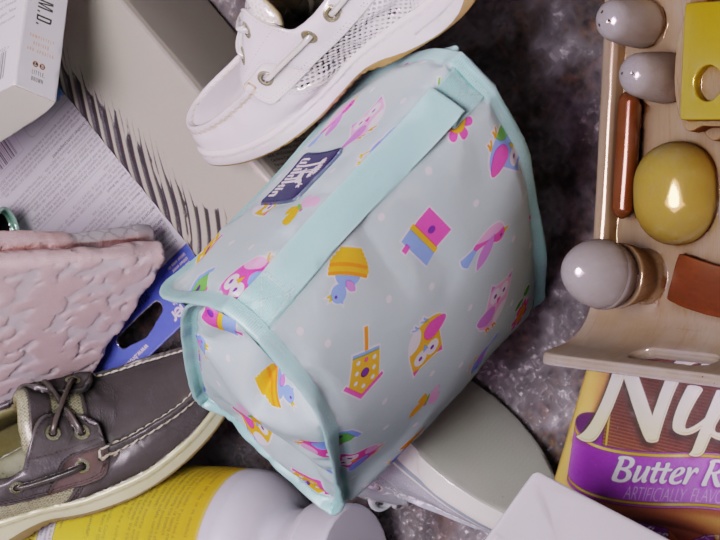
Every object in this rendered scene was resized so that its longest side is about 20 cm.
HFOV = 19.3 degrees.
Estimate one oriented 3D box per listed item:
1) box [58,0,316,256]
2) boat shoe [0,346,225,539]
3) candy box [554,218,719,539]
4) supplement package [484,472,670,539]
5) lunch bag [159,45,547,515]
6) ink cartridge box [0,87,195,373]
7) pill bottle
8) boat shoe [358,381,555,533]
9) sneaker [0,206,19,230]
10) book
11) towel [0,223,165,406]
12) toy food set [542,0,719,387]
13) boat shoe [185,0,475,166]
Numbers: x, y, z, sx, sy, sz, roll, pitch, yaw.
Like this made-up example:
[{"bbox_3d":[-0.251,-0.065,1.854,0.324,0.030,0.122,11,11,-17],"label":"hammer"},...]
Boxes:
[{"bbox_3d":[-0.092,-0.086,1.129,0.200,0.082,0.068,50,118,15],"label":"box"},{"bbox_3d":[-0.165,0.092,1.123,0.200,0.066,0.072,-26,43,5],"label":"boat shoe"},{"bbox_3d":[0.163,0.084,1.028,0.116,0.056,0.201,22,106,26],"label":"candy box"},{"bbox_3d":[0.099,0.217,0.995,0.121,0.120,0.201,26,145,22],"label":"supplement package"},{"bbox_3d":[0.000,0.000,0.991,0.122,0.200,0.170,38,74,19],"label":"lunch bag"},{"bbox_3d":[-0.159,-0.039,1.195,0.119,0.042,0.201,-42,75,30],"label":"ink cartridge box"},{"bbox_3d":[-0.089,0.162,1.147,0.199,0.112,0.113,0,98,29],"label":"pill bottle"},{"bbox_3d":[0.014,0.085,1.112,0.200,0.070,0.072,34,132,19],"label":"boat shoe"},{"bbox_3d":[-0.247,-0.005,1.208,0.118,0.201,0.074,-26,118,-1],"label":"sneaker"},{"bbox_3d":[-0.197,-0.159,1.120,0.133,0.048,0.201,-24,54,45],"label":"book"},{"bbox_3d":[-0.220,0.048,1.115,0.200,0.190,0.032,-53,56,35],"label":"towel"},{"bbox_3d":[0.141,-0.052,0.942,0.143,0.060,0.202,5,93,50],"label":"toy food set"},{"bbox_3d":[-0.026,-0.118,0.989,0.069,0.071,0.200,34,134,-25],"label":"boat shoe"}]
